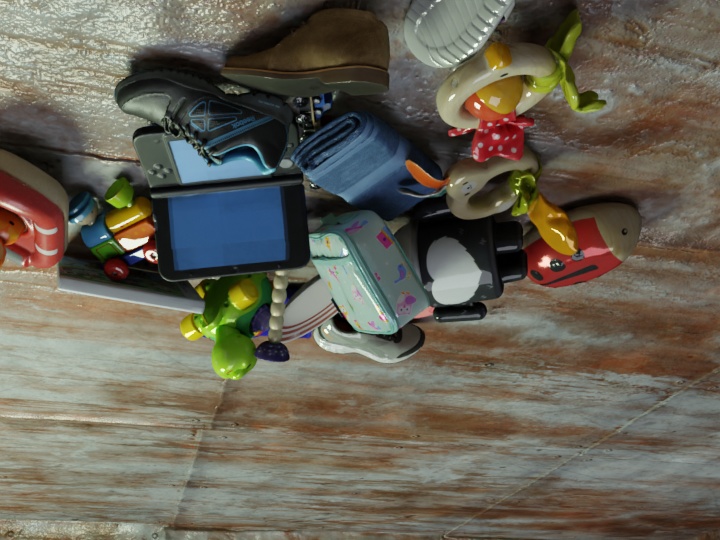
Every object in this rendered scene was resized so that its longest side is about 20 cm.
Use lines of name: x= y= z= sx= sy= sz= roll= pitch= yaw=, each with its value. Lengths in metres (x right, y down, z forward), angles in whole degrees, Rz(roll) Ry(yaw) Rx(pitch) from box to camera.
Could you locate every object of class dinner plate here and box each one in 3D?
dinner plate: x=-0.061 y=0.040 z=1.300 sx=0.198 sy=0.024 sz=0.201 roll=-36 pitch=165 yaw=-11

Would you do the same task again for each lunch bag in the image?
lunch bag: x=0.000 y=0.000 z=1.119 sx=0.077 sy=0.162 sz=0.199 roll=-35 pitch=-170 yaw=-16

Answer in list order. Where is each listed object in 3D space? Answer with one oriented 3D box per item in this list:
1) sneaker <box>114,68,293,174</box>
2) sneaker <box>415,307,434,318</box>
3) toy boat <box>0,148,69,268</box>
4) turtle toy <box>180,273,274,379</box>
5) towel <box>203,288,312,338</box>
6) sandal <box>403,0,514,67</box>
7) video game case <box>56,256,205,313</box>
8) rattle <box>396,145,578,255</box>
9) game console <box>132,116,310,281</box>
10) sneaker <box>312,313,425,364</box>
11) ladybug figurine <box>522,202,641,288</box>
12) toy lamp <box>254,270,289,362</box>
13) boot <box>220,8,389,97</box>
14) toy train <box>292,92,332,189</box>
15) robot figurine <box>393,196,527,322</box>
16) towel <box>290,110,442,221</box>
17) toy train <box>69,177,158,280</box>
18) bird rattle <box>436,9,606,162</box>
sneaker: x=-0.173 y=-0.162 z=0.934 sx=0.195 sy=0.084 sz=0.073 roll=10 pitch=166 yaw=-8
sneaker: x=0.120 y=0.030 z=1.349 sx=0.197 sy=0.076 sz=0.086 roll=-17 pitch=162 yaw=33
toy boat: x=-0.442 y=-0.053 z=1.056 sx=0.129 sy=0.132 sz=0.201 roll=27 pitch=147 yaw=-3
turtle toy: x=-0.183 y=0.069 z=1.253 sx=0.144 sy=0.202 sz=0.101 roll=-30 pitch=120 yaw=28
towel: x=-0.173 y=0.079 z=1.421 sx=0.195 sy=0.051 sz=0.149 roll=1 pitch=150 yaw=-4
sandal: x=0.114 y=-0.263 z=0.814 sx=0.050 sy=0.083 sz=0.202 roll=-35 pitch=180 yaw=-35
video game case: x=-0.333 y=0.018 z=1.226 sx=0.196 sy=0.023 sz=0.182 roll=11 pitch=-174 yaw=-22
rattle: x=0.152 y=-0.070 z=1.037 sx=0.197 sy=0.146 sz=0.129 roll=-4 pitch=165 yaw=-43
game console: x=-0.164 y=-0.086 z=1.039 sx=0.195 sy=0.121 sz=0.172 roll=-6 pitch=152 yaw=-3
sneaker: x=0.020 y=0.107 z=1.461 sx=0.195 sy=0.075 sz=0.080 roll=7 pitch=145 yaw=-15
ladybug figurine: x=0.311 y=-0.029 z=1.230 sx=0.198 sy=0.073 sz=0.134 roll=-26 pitch=144 yaw=37
toy lamp: x=-0.110 y=0.020 z=1.181 sx=0.057 sy=0.205 sz=0.058 roll=8 pitch=-172 yaw=-1
boot: x=-0.057 y=-0.222 z=0.880 sx=0.196 sy=0.078 sz=0.073 roll=4 pitch=-179 yaw=27
toy train: x=-0.049 y=-0.160 z=1.012 sx=0.045 sy=0.035 sz=0.201 roll=-6 pitch=151 yaw=1
robot figurine: x=0.131 y=-0.014 z=1.188 sx=0.195 sy=0.154 sz=0.125 roll=-8 pitch=163 yaw=14
towel: x=0.014 y=-0.127 z=1.030 sx=0.110 sy=0.049 sz=0.199 roll=-30 pitch=151 yaw=23
toy train: x=-0.284 y=-0.076 z=1.119 sx=0.197 sy=0.086 sz=0.116 roll=-21 pitch=129 yaw=23
bird rattle: x=0.148 y=-0.191 z=0.894 sx=0.160 sy=0.116 sz=0.198 roll=0 pitch=167 yaw=-39
